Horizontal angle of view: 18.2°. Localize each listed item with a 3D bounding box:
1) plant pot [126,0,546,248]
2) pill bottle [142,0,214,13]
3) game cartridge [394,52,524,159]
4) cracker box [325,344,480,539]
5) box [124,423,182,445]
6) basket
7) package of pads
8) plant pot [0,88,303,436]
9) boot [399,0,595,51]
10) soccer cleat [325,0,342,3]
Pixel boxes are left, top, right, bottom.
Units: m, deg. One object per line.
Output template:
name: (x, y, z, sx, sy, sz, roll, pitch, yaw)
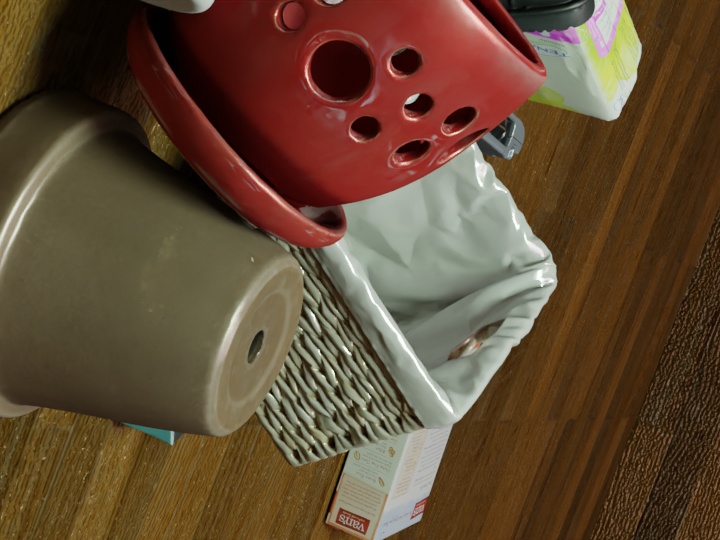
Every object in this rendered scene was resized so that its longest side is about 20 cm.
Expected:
plant pot: (-0.021, -0.130, 1.296, 0.182, 0.201, 0.200, -40, 167, 13)
pill bottle: (-0.095, -0.251, 1.199, 0.201, 0.119, 0.120, -67, 162, -6)
game cartridge: (0.042, -0.132, 1.712, 0.042, 0.133, 0.200, -67, 162, -1)
cracker box: (0.042, 0.154, 2.177, 0.134, 0.058, 0.201, -10, 119, -69)
box: (-0.103, 0.035, 1.625, 0.200, 0.049, 0.083, -46, 152, -50)
basket: (0.000, 0.000, 1.561, 0.200, 0.161, 0.198, 56, 40, -13)
package of pads: (0.117, -0.188, 1.629, 0.068, 0.154, 0.200, -67, 158, -12)
plant pot: (-0.133, 0.015, 1.313, 0.200, 0.174, 0.201, -56, 160, -33)
boot: (0.052, -0.233, 1.450, 0.077, 0.199, 0.169, -81, 163, -52)
soccer cleat: (-0.028, -0.229, 1.382, 0.069, 0.077, 0.201, -38, 123, -37)
